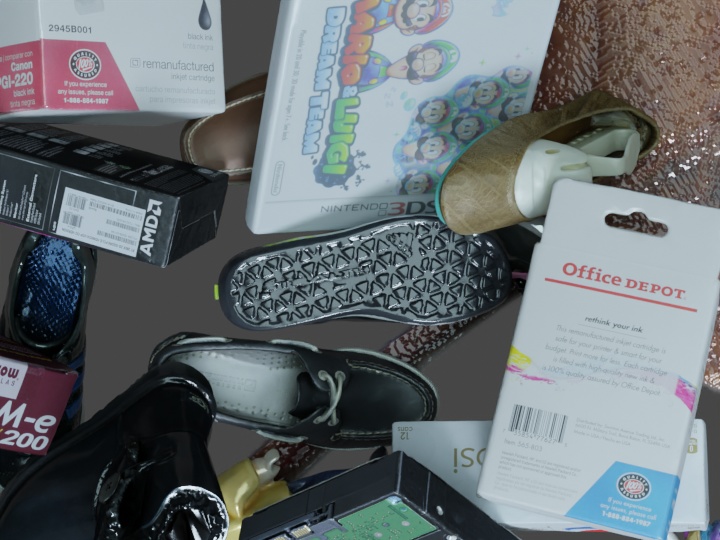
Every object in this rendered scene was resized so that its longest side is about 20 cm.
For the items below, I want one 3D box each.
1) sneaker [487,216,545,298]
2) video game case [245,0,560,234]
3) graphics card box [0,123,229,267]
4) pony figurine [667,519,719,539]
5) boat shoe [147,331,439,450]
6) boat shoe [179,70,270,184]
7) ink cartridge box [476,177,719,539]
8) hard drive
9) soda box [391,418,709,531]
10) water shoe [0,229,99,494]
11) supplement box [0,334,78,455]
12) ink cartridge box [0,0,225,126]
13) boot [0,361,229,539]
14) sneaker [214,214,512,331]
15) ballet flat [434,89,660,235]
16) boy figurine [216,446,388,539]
[{"bbox_3d":[0.130,0.040,1.165,0.200,0.071,0.099,43,85,-12],"label":"sneaker"},{"bbox_3d":[0.027,-0.113,1.109,0.182,0.024,0.200,-3,128,-21],"label":"video game case"},{"bbox_3d":[-0.195,-0.058,1.110,0.199,0.125,0.051,14,101,7],"label":"graphics card box"},{"bbox_3d":[0.239,0.276,1.153,0.193,0.167,0.200,31,104,5],"label":"pony figurine"},{"bbox_3d":[-0.044,0.080,1.168,0.199,0.060,0.074,14,90,-3],"label":"boat shoe"},{"bbox_3d":[-0.026,-0.108,1.161,0.200,0.072,0.076,-19,91,-3],"label":"boat shoe"},{"bbox_3d":[0.152,0.055,1.061,0.115,0.068,0.201,13,82,14],"label":"ink cartridge box"},{"bbox_3d":[0.037,0.196,1.110,0.140,0.038,0.200,-28,128,34],"label":"hard drive"},{"bbox_3d":[0.122,0.133,1.119,0.199,0.064,0.068,-2,77,12],"label":"soda box"},{"bbox_3d":[-0.218,0.060,1.150,0.071,0.079,0.201,6,90,-3],"label":"water shoe"},{"bbox_3d":[-0.289,0.049,1.088,0.200,0.109,0.061,21,89,31],"label":"supplement box"},{"bbox_3d":[-0.169,-0.197,1.117,0.145,0.085,0.201,-4,90,-42],"label":"ink cartridge box"},{"bbox_3d":[-0.162,0.163,1.077,0.200,0.168,0.076,-42,113,14],"label":"boot"},{"bbox_3d":[0.000,0.000,1.157,0.199,0.083,0.072,-2,92,2],"label":"sneaker"},{"bbox_3d":[0.131,-0.069,1.117,0.072,0.200,0.068,14,115,36],"label":"ballet flat"},{"bbox_3d":[-0.070,0.182,1.166,0.199,0.064,0.125,-14,113,0],"label":"boy figurine"}]
